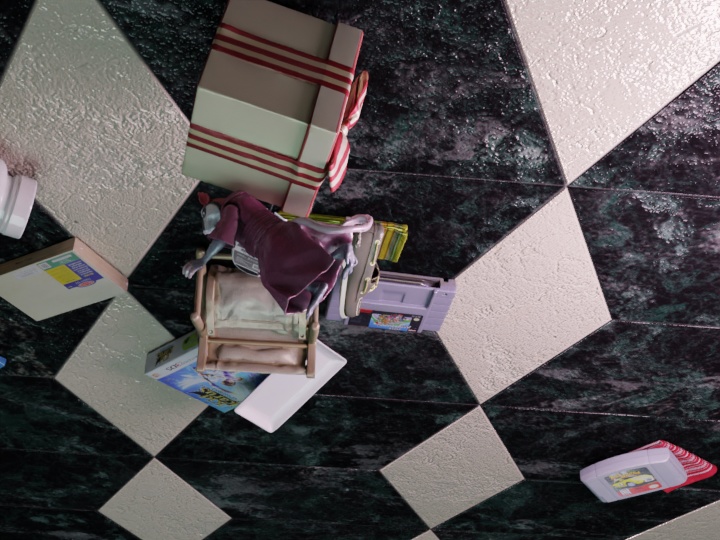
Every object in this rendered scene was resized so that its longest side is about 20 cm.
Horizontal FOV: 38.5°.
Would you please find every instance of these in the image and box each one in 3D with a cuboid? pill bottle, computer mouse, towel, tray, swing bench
[{"bbox_3d":[-0.544,-0.112,1.383,0.197,0.115,0.113,19,142,-23],"label":"pill bottle"},{"bbox_3d":[-0.138,-0.067,1.480,0.108,0.044,0.201,24,139,-5],"label":"computer mouse"},{"bbox_3d":[-0.031,-0.048,1.541,0.195,0.018,0.087,6,144,-7],"label":"towel"},{"bbox_3d":[-0.127,0.200,1.835,0.200,0.022,0.107,-44,132,11],"label":"tray"},{"bbox_3d":[-0.162,0.071,1.627,0.194,0.132,0.201,3,151,-4],"label":"swing bench"},{"bbox_3d":[0.644,0.417,2.185,0.198,0.023,0.144,26,138,-31],"label":"towel"}]

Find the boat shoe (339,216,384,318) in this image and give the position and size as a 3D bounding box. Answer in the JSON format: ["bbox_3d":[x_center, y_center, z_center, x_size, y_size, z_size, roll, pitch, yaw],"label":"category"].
[{"bbox_3d":[0.000,0.002,1.530,0.059,0.073,0.204,4,139,0],"label":"boat shoe"}]

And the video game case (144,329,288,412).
[{"bbox_3d":[-0.256,0.178,1.854,0.179,0.046,0.199,-25,138,35],"label":"video game case"}]

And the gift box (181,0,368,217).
[{"bbox_3d":[-0.094,-0.187,1.208,0.183,0.188,0.201,17,150,-5],"label":"gift box"}]

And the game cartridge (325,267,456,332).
[{"bbox_3d":[0.047,0.050,1.669,0.195,0.039,0.131,6,141,-7],"label":"game cartridge"}]

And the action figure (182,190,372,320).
[{"bbox_3d":[-0.109,-0.040,1.170,0.199,0.134,0.150,36,114,14],"label":"action figure"}]

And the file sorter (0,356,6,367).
[{"bbox_3d":[-0.761,0.193,1.826,0.137,0.125,0.199,-26,137,33],"label":"file sorter"}]

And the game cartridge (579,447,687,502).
[{"bbox_3d":[0.567,0.427,2.156,0.197,0.041,0.133,-22,132,27],"label":"game cartridge"}]

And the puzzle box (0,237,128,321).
[{"bbox_3d":[-0.487,0.017,1.646,0.197,0.026,0.133,-16,141,23],"label":"puzzle box"}]
